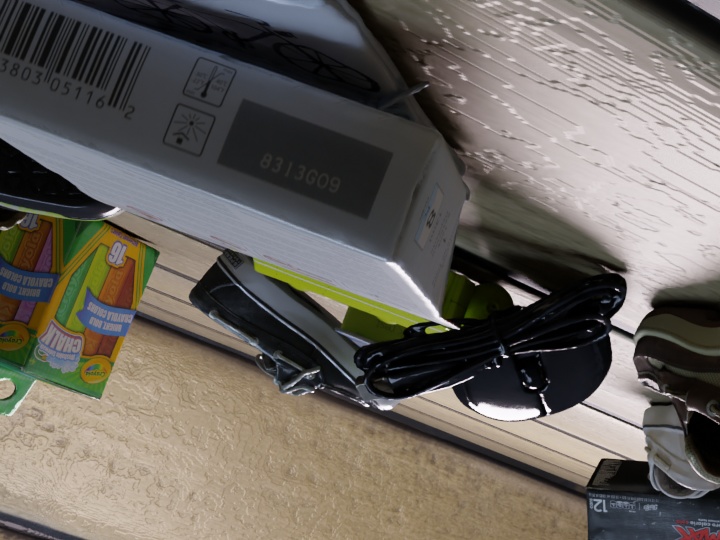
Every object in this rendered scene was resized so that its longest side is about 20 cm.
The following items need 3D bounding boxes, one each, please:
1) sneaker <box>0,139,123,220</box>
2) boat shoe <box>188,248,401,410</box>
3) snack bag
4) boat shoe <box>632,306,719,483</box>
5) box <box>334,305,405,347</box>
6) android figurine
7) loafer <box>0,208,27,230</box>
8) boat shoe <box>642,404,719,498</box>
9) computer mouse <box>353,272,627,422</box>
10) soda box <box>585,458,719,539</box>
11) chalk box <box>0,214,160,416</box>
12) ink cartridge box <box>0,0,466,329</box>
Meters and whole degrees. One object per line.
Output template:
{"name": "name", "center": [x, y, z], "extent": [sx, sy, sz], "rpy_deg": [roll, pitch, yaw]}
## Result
{"name": "sneaker", "center": [-0.212, -0.066, 0.844], "extent": [0.199, 0.072, 0.083], "rpy_deg": [20, 174, 2]}
{"name": "boat shoe", "center": [-0.050, 0.061, 1.175], "extent": [0.199, 0.068, 0.074], "rpy_deg": [40, -173, -35]}
{"name": "snack bag", "center": [-0.063, -0.078, 0.521], "extent": [0.188, 0.021, 0.200], "rpy_deg": [19, 173, 17]}
{"name": "boat shoe", "center": [0.169, 0.061, 0.706], "extent": [0.075, 0.075, 0.202], "rpy_deg": [21, 173, -4]}
{"name": "box", "center": [0.059, 0.058, 1.119], "extent": [0.122, 0.048, 0.200], "rpy_deg": [19, 174, 13]}
{"name": "android figurine", "center": [0.000, 0.000, 0.870], "extent": [0.182, 0.041, 0.200], "rpy_deg": [21, 174, 0]}
{"name": "loafer", "center": [-0.291, -0.068, 1.080], "extent": [0.068, 0.076, 0.200], "rpy_deg": [18, -178, 8]}
{"name": "boat shoe", "center": [0.250, 0.145, 1.176], "extent": [0.073, 0.066, 0.200], "rpy_deg": [18, 173, 12]}
{"name": "computer mouse", "center": [0.083, 0.051, 0.790], "extent": [0.138, 0.053, 0.200], "rpy_deg": [-18, 170, 11]}
{"name": "soda box", "center": [0.290, 0.204, 1.237], "extent": [0.199, 0.071, 0.063], "rpy_deg": [2, -160, 22]}
{"name": "chalk box", "center": [-0.301, 0.042, 1.411], "extent": [0.124, 0.201, 0.125], "rpy_deg": [16, 173, 31]}
{"name": "ink cartridge box", "center": [-0.039, -0.033, 0.546], "extent": [0.160, 0.047, 0.200], "rpy_deg": [20, 176, 12]}
